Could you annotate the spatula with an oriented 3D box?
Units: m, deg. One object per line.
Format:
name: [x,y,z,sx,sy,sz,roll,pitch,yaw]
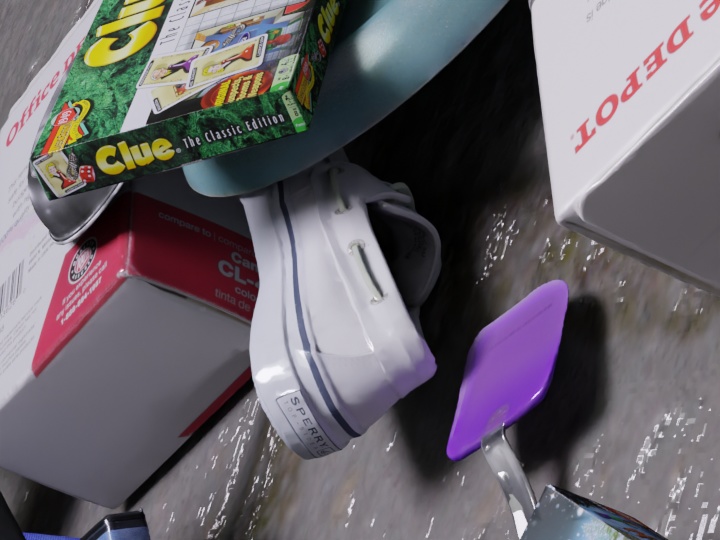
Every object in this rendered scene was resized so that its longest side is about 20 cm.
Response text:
spatula: [0.052,0.087,0.842,0.057,0.021,0.200,-40,40,39]

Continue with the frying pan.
frying pan: [-0.098,-0.051,1.049,0.115,0.031,0.190,-57,20,14]

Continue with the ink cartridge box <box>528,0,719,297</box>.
ink cartridge box: [0.124,-0.110,0.800,0.146,0.084,0.200,-46,32,36]

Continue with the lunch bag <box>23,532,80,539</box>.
lunch bag: [-0.187,0.218,1.154,0.200,0.094,0.151,123,157,-49]

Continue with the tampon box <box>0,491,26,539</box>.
tampon box: [-0.196,0.140,0.955,0.200,0.126,0.150,56,140,40]

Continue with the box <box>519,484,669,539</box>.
box: [0.056,0.174,0.724,0.137,0.038,0.200,31,96,59]

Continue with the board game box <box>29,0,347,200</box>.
board game box: [-0.053,-0.100,1.006,0.105,0.023,0.200,-17,31,20]

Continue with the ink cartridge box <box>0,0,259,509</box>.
ink cartridge box: [-0.101,-0.019,1.168,0.148,0.086,0.200,-45,31,39]

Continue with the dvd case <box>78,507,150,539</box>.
dvd case: [-0.084,0.198,0.910,0.143,0.018,0.200,-43,57,57]

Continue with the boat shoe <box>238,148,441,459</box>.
boat shoe: [0.000,0.000,0.988,0.067,0.074,0.200,-24,31,11]

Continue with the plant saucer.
plant saucer: [-0.001,-0.109,1.034,0.200,0.027,0.200,-37,23,18]
